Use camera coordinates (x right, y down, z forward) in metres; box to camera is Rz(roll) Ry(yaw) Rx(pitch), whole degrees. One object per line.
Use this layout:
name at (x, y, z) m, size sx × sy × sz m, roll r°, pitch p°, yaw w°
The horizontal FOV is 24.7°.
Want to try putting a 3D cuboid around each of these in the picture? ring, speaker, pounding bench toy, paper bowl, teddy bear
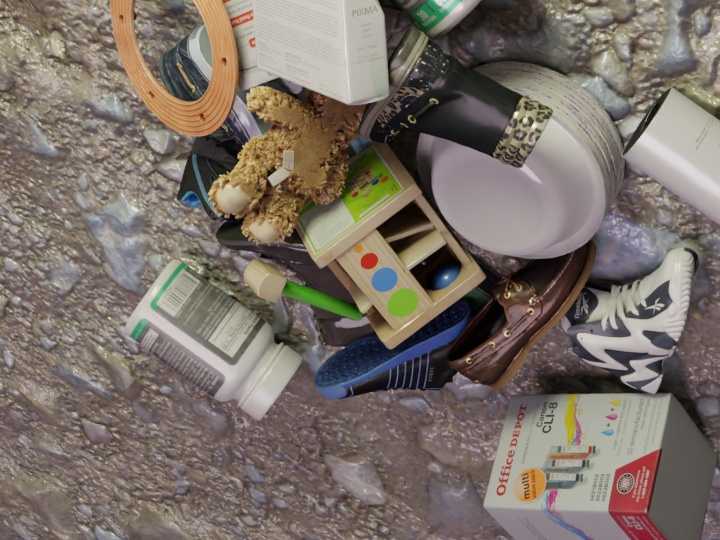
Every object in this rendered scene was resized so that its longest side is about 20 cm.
ring at (-0.182, -0.231, 1.632) m, size 0.200 × 0.019 × 0.201 m, roll 29°, pitch 132°, yaw 38°
speaker at (0.342, -0.083, 1.518) m, size 0.200 × 0.081 × 0.081 m, roll 34°, pitch 139°, yaw -1°
pounding bench toy at (0.000, 0.000, 1.680) m, size 0.200 × 0.124 × 0.156 m, roll -37°, pitch 121°, yaw 3°
paper bowl at (0.150, -0.096, 1.614) m, size 0.200 × 0.104 × 0.201 m, roll 19°, pitch 136°, yaw 19°
teddy bear at (-0.065, -0.118, 1.606) m, size 0.145 × 0.201 × 0.067 m, roll 22°, pitch -173°, yaw -27°

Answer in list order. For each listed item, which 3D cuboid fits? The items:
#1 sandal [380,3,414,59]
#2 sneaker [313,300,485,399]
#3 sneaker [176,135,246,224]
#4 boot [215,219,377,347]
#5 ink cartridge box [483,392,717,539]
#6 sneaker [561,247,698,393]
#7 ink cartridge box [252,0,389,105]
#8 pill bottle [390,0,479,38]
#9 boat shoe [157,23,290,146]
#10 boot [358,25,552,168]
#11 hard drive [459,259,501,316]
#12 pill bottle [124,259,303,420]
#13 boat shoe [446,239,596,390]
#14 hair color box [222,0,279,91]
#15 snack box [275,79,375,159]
sandal at (-0.017, -0.245, 1.615) m, size 0.199 × 0.055 × 0.082 m, roll 12°, pitch 116°, yaw 28°
sneaker at (0.049, 0.106, 1.804) m, size 0.199 × 0.070 × 0.078 m, roll -24°, pitch 122°, yaw 18°
sneaker at (-0.120, -0.080, 1.779) m, size 0.200 × 0.082 × 0.073 m, roll 25°, pitch 179°, yaw 44°
boot at (-0.053, 0.016, 1.818) m, size 0.199 × 0.069 × 0.175 m, roll 3°, pitch 130°, yaw 22°
ink cartridge box at (0.261, 0.229, 1.797) m, size 0.199 × 0.146 × 0.145 m, roll -4°, pitch 145°, yaw 35°
sneaker at (0.265, 0.038, 1.684) m, size 0.129 × 0.080 × 0.199 m, roll 16°, pitch 147°, yaw 7°
ink cartridge box at (-0.041, -0.258, 1.439) m, size 0.161 × 0.050 × 0.201 m, roll 29°, pitch 127°, yaw 51°
pill bottle at (0.031, -0.312, 1.463) m, size 0.200 × 0.113 × 0.113 m, roll 42°, pitch 139°, yaw -9°
boat shoe at (-0.123, -0.162, 1.703) m, size 0.091 × 0.071 × 0.200 m, roll -19°, pitch 113°, yaw 51°
boot at (0.084, -0.136, 1.511) m, size 0.153 × 0.074 × 0.204 m, roll 28°, pitch 164°, yaw 0°
hard drive at (0.064, 0.038, 1.848) m, size 0.139 × 0.038 × 0.200 m, roll 35°, pitch 140°, yaw -1°
pill bottle at (-0.176, 0.087, 1.993) m, size 0.200 × 0.113 × 0.113 m, roll 36°, pitch 139°, yaw -2°
boat shoe at (0.165, 0.039, 1.708) m, size 0.070 × 0.070 × 0.200 m, roll 27°, pitch 112°, yaw -18°
hair color box at (-0.095, -0.285, 1.577) m, size 0.111 × 0.064 × 0.201 m, roll -14°, pitch 99°, yaw 41°
snack box at (-0.076, -0.183, 1.726) m, size 0.200 × 0.037 × 0.116 m, roll 46°, pitch 139°, yaw -13°
